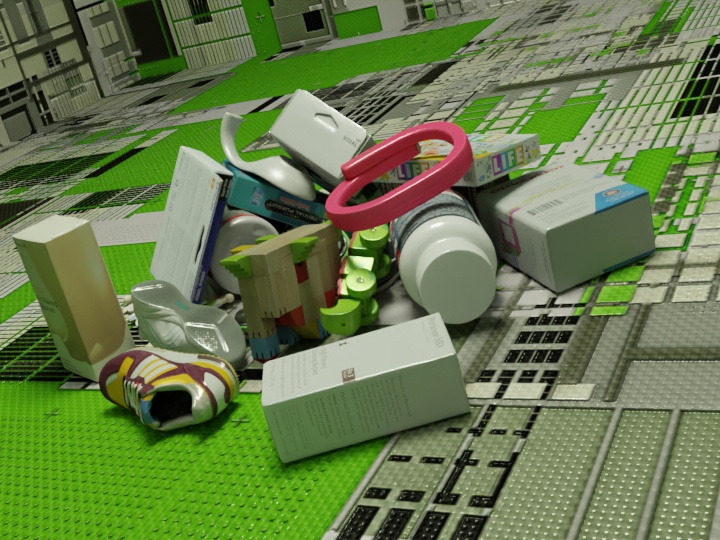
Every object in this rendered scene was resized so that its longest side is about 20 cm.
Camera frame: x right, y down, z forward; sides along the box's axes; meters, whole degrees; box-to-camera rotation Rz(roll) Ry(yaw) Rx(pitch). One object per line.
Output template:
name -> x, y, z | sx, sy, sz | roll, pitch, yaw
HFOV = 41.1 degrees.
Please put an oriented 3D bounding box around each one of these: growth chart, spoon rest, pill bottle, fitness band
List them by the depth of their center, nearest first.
pill bottle -> 0.101, -0.018, 1.162 | 0.117, 0.122, 0.201 | -15, 21, 2
fitness band -> 0.045, -0.116, 1.189 | 0.198, 0.038, 0.144 | -31, 32, -4
growth chart -> -0.279, 0.046, 1.425 | 0.143, 0.018, 0.199 | -25, 22, -18
spoon rest -> -0.143, -0.159, 1.444 | 0.200, 0.061, 0.099 | 42, 18, 27
pill bottle -> -0.202, -0.041, 1.447 | 0.112, 0.116, 0.199 | -24, 23, -20

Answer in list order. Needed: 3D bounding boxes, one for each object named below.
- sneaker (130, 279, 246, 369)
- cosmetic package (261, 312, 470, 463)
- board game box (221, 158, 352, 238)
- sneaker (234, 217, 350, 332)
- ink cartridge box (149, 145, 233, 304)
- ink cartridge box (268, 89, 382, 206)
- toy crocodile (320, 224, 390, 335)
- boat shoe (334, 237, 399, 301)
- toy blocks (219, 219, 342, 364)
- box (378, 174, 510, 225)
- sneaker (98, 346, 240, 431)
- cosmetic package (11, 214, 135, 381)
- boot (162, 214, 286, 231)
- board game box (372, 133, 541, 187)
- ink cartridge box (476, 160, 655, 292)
sneaker -> -0.217, 0.084, 1.228 | 0.198, 0.082, 0.070 | 27, 36, 34
cosmetic package -> 0.003, 0.117, 0.973 | 0.196, 0.075, 0.102 | -17, 22, 1
board game box -> -0.118, -0.109, 1.490 | 0.197, 0.048, 0.151 | 18, 10, -20
sneaker -> -0.099, 0.006, 1.270 | 0.200, 0.084, 0.076 | -44, 21, -23
ink cartridge box -> -0.232, -0.055, 1.346 | 0.040, 0.203, 0.200 | 10, 15, -30
ink cartridge box -> -0.034, -0.171, 1.463 | 0.144, 0.200, 0.084 | 35, 87, 22
toy crocodile -> 0.000, 0.000, 1.201 | 0.060, 0.068, 0.202 | 7, 50, 11
boat shoe -> 0.031, -0.022, 1.302 | 0.198, 0.063, 0.072 | -30, 27, -29
toy blocks -> -0.079, 0.028, 1.175 | 0.098, 0.139, 0.199 | -2, 15, 33
box -> 0.124, -0.107, 1.391 | 0.198, 0.102, 0.075 | 4, 29, 44
sneaker -> -0.238, 0.137, 1.095 | 0.197, 0.076, 0.090 | -5, 19, 29
cosmetic package -> -0.375, 0.035, 1.266 | 0.071, 0.203, 0.104 | -31, 26, -36
boot -> -0.227, -0.090, 1.634 | 0.197, 0.078, 0.168 | -18, 17, -21
board game box -> 0.123, -0.150, 1.289 | 0.133, 0.035, 0.198 | -25, 21, -37
ink cartridge box -> 0.252, -0.062, 1.207 | 0.142, 0.086, 0.200 | -20, 23, -12
